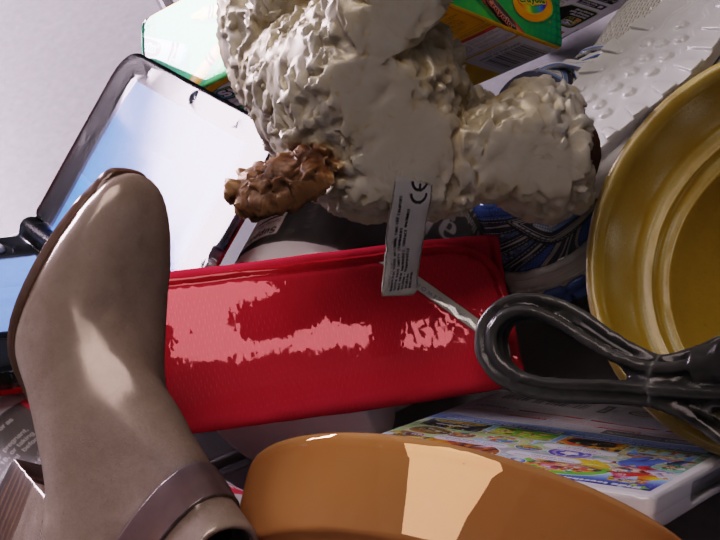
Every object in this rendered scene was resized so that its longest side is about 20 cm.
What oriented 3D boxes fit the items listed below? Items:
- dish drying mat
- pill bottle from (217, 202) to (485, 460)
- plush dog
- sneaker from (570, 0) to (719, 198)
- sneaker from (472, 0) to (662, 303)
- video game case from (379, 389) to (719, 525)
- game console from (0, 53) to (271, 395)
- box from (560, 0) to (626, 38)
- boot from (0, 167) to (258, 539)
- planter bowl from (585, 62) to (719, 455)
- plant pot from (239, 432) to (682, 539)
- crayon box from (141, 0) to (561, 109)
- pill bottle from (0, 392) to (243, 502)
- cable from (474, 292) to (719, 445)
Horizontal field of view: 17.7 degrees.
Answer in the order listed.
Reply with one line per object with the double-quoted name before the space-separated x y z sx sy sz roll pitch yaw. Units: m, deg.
"dish drying mat" -0.030 0.029 1.045 0.199 0.018 0.077 -7 70 -6
"pill bottle" 0.000 0.000 1.154 0.116 0.117 0.200 6 48 24
"plush dog" -0.008 -0.088 1.045 0.160 0.200 0.172 -36 24 -5
"sneaker" 0.167 -0.088 1.123 0.200 0.081 0.076 -42 32 -26
"sneaker" 0.115 -0.078 1.162 0.077 0.085 0.200 -9 43 43
"video game case" 0.091 0.081 1.021 0.143 0.018 0.200 7 7 24
"game console" -0.156 -0.029 1.151 0.172 0.119 0.200 -6 19 -26
"box" 0.058 -0.172 1.243 0.110 0.200 0.035 -25 62 47
"boot" -0.089 0.075 0.939 0.070 0.201 0.146 5 19 -38
"planter bowl" 0.208 0.003 1.041 0.200 0.083 0.201 -8 67 20
"plant pot" 0.032 0.170 0.929 0.200 0.200 0.140 6 64 23
"crayon box" -0.007 -0.125 1.223 0.200 0.119 0.058 -20 65 40
"pill bottle" -0.132 0.120 1.079 0.200 0.111 0.111 27 58 37
"cable" 0.147 0.050 0.986 0.200 0.050 0.097 -4 82 30
